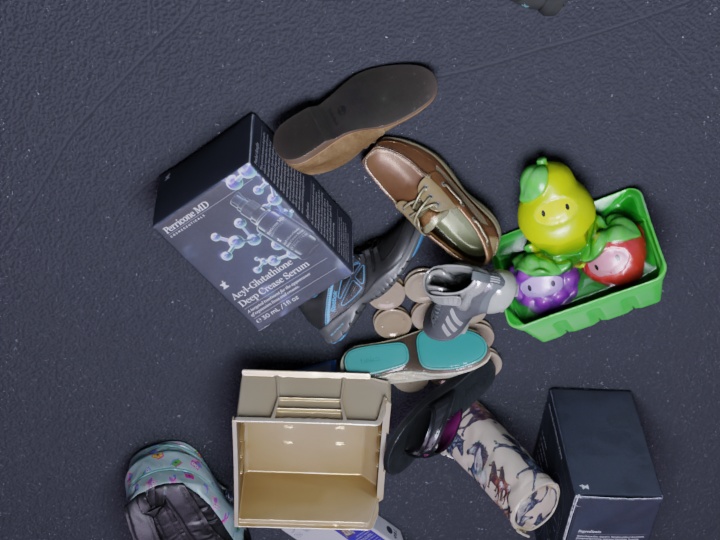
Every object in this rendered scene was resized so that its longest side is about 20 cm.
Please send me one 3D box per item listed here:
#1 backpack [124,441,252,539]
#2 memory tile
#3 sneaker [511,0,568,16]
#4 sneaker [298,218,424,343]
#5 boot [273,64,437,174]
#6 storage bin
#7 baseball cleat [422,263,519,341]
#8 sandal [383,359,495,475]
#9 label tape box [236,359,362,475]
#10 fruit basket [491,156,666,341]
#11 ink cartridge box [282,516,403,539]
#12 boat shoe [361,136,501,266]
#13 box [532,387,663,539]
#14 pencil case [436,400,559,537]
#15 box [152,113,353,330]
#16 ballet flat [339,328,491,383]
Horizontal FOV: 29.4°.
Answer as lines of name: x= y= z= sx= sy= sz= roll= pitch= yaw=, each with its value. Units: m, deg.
backpack: x=-0.255 y=0.340 z=1.913 sx=0.165 sy=0.127 sz=0.201 roll=-24 pitch=125 yaw=2
memory tile: x=0.096 y=0.075 z=1.788 sx=0.151 sy=0.017 sz=0.202 roll=-12 pitch=128 yaw=7
sneaker: x=0.202 y=-0.357 z=1.420 sx=0.078 sy=0.076 sz=0.201 roll=13 pitch=126 yaw=-10
sneaker: x=0.000 y=0.000 z=1.690 sx=0.082 sy=0.073 sz=0.200 roll=42 pitch=107 yaw=-2
boot: x=0.000 y=-0.171 z=1.574 sx=0.198 sy=0.074 sz=0.075 roll=-24 pitch=154 yaw=9
storage bin: x=-0.063 y=0.233 z=1.772 sx=0.196 sy=0.094 sz=0.202 roll=2 pitch=130 yaw=-1
baseball cleat: x=0.107 y=0.030 z=1.664 sx=0.105 sy=0.071 sz=0.200 roll=17 pitch=153 yaw=-22
sandal: x=0.107 y=0.190 z=1.770 sx=0.200 sy=0.048 sz=0.076 roll=-43 pitch=140 yaw=-14
label tape box: x=-0.066 y=0.226 z=1.870 sx=0.142 sy=0.067 sz=0.201 roll=-16 pitch=130 yaw=11
fruit basket: x=0.251 y=-0.030 z=1.643 sx=0.213 sy=0.157 sz=0.217 roll=-7 pitch=145 yaw=-5
ink cartridge box: x=-0.014 y=0.391 z=2.016 sx=0.099 sy=0.039 sz=0.200 roll=-37 pitch=119 yaw=23
boat shoe: x=0.087 y=-0.079 z=1.618 sx=0.199 sy=0.074 sz=0.076 roll=36 pitch=119 yaw=-12
box: x=0.309 y=0.299 z=1.854 sx=0.122 sy=0.201 sz=0.198 roll=1 pitch=129 yaw=-5
pencil case: x=0.177 y=0.258 z=1.821 sx=0.077 sy=0.200 sz=0.090 roll=11 pitch=117 yaw=-46
box: x=-0.123 y=-0.055 z=1.621 sx=0.148 sy=0.108 sz=0.200 roll=-31 pitch=122 yaw=21
ballet flat: x=0.072 y=0.114 z=1.780 sx=0.197 sy=0.068 sz=0.062 roll=-5 pitch=157 yaw=7
